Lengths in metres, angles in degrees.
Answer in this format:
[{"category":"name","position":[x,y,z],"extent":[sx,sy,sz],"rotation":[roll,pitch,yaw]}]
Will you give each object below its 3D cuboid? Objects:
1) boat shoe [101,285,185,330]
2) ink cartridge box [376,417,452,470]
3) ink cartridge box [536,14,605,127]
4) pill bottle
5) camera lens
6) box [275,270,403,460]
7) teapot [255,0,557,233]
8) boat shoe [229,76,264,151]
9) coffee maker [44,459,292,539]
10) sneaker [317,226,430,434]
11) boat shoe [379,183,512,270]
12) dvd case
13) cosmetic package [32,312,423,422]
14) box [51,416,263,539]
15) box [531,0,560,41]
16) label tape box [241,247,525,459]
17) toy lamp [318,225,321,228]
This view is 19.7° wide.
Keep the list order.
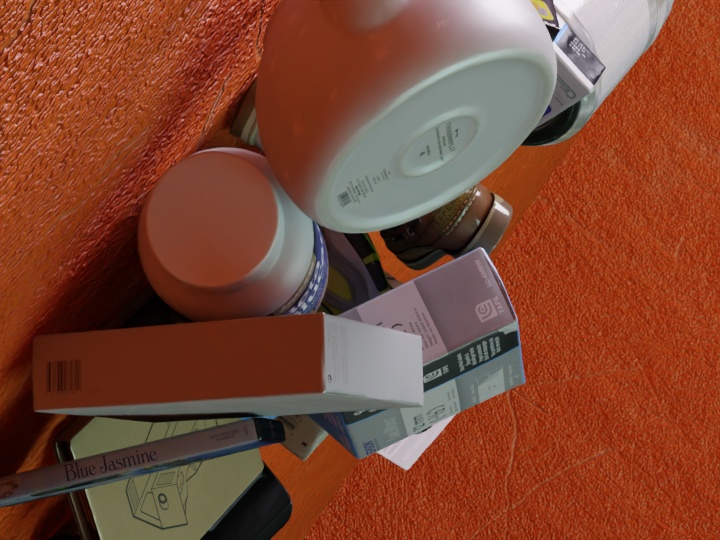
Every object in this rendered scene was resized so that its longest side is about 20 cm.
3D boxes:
[{"category":"boat shoe","position":[-0.125,0.042,1.447],"extent":[0.200,0.070,0.071],"rotation":[-44,168,-46]},{"category":"ink cartridge box","position":[-0.019,0.104,1.842],"extent":[0.163,0.199,0.057],"rotation":[-42,164,-54]},{"category":"ink cartridge box","position":[0.094,-0.145,1.643],"extent":[0.200,0.099,0.039],"rotation":[-30,-160,48]},{"category":"pill bottle","position":[-0.081,-0.015,1.315],"extent":[0.111,0.111,0.200],"rotation":[-54,172,-5]},{"category":"camera lens","position":[0.159,-0.213,1.723],"extent":[0.200,0.159,0.160],"rotation":[-48,170,-38]},{"category":"box","position":[-0.018,0.070,1.688],"extent":[0.082,0.068,0.200],"rotation":[-56,174,26]},{"category":"teapot","position":[0.012,-0.128,1.240],"extent":[0.196,0.147,0.200],"rotation":[-9,147,-43]},{"category":"boat shoe","position":[-0.017,-0.122,1.411],"extent":[0.200,0.066,0.074],"rotation":[-45,168,-51]},{"category":"coffee maker","position":[-0.153,0.243,1.696],"extent":[0.134,0.193,0.200],"rotation":[-7,-156,37]},{"category":"sneaker","position":[-0.001,0.046,1.539],"extent":[0.076,0.201,0.076],"rotation":[-24,-147,4]},{"category":"boat shoe","position":[0.047,-0.048,1.495],"extent":[0.072,0.068,0.200],"rotation":[-59,-167,-11]},{"category":"dvd case","position":[-0.153,0.127,1.365],"extent":[0.198,0.018,0.143],"rotation":[-14,175,3]},{"category":"cosmetic package","position":[-0.079,0.063,1.282],"extent":[0.151,0.198,0.052],"rotation":[21,67,-64]},{"category":"box","position":[-0.148,0.140,1.566],"extent":[0.200,0.021,0.165],"rotation":[-47,132,-46]},{"category":"box","position":[0.093,-0.194,1.506],"extent":[0.201,0.034,0.110],"rotation":[-97,-151,-50]},{"category":"label tape box","position":[0.012,0.074,1.433],"extent":[0.199,0.066,0.143],"rotation":[-27,160,-4]},{"category":"toy lamp","position":[0.000,0.000,1.581],"extent":[0.058,0.058,0.200],"rotation":[-52,135,-13]}]
